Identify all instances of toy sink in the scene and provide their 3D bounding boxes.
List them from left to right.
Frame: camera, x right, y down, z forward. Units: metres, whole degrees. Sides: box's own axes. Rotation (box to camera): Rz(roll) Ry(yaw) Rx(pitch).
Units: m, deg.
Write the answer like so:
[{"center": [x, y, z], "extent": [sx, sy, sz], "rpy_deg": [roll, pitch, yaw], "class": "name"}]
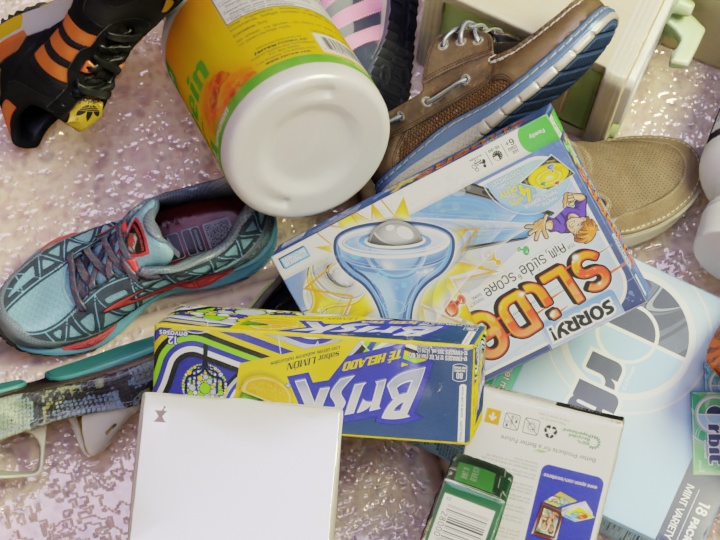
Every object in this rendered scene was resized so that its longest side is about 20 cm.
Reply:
[{"center": [0.148, -0.162, 1.752], "extent": [0.199, 0.130, 0.112], "rpy_deg": [25, 72, 5], "class": "toy sink"}]

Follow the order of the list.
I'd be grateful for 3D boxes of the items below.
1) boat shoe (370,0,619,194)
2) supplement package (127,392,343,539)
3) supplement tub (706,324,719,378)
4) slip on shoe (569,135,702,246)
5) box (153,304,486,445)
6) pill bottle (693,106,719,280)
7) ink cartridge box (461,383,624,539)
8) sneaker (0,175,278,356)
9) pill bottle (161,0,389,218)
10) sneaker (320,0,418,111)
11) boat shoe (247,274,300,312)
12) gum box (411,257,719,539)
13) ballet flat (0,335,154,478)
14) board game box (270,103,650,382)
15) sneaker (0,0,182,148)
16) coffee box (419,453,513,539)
[{"center": [0.073, -0.119, 1.668], "extent": [0.200, 0.072, 0.073], "rpy_deg": [-38, 80, 22], "class": "boat shoe"}, {"center": [-0.076, 0.161, 1.599], "extent": [0.121, 0.200, 0.120], "rpy_deg": [5, 71, 0], "class": "supplement package"}, {"center": [0.320, 0.088, 1.652], "extent": [0.200, 0.122, 0.123], "rpy_deg": [42, 74, -9], "class": "supplement tub"}, {"center": [0.140, -0.057, 1.713], "extent": [0.199, 0.061, 0.076], "rpy_deg": [-10, 56, -20], "class": "slip on shoe"}, {"center": [-0.024, 0.063, 1.621], "extent": [0.199, 0.070, 0.065], "rpy_deg": [3, 101, 9], "class": "box"}, {"center": [0.288, -0.088, 1.733], "extent": [0.111, 0.112, 0.201], "rpy_deg": [21, 67, 5], "class": "pill bottle"}, {"center": [0.099, 0.179, 1.662], "extent": [0.094, 0.037, 0.201], "rpy_deg": [14, 94, 7], "class": "ink cartridge box"}, {"center": [-0.150, -0.014, 1.709], "extent": [0.199, 0.096, 0.080], "rpy_deg": [-26, 74, -10], "class": "sneaker"}, {"center": [-0.065, -0.133, 1.711], "extent": [0.111, 0.111, 0.200], "rpy_deg": [-21, 41, -9], "class": "pill bottle"}, {"center": [-0.009, -0.158, 1.789], "extent": [0.082, 0.070, 0.201], "rpy_deg": [0, 72, 23], "class": "sneaker"}, {"center": [0.002, 0.002, 1.728], "extent": [0.201, 0.060, 0.072], "rpy_deg": [-39, 75, -13], "class": "boat shoe"}, {"center": [0.159, 0.077, 1.717], "extent": [0.199, 0.045, 0.170], "rpy_deg": [26, 72, 6], "class": "gum box"}, {"center": [-0.200, 0.095, 1.696], "extent": [0.199, 0.074, 0.075], "rpy_deg": [-14, 73, -5], "class": "ballet flat"}, {"center": [0.063, 0.002, 1.648], "extent": [0.199, 0.034, 0.136], "rpy_deg": [-28, 99, 15], "class": "board game box"}, {"center": [-0.172, -0.140, 1.716], "extent": [0.070, 0.200, 0.090], "rpy_deg": [3, 74, -40], "class": "sneaker"}, {"center": [0.039, 0.217, 1.593], "extent": [0.044, 0.123, 0.201], "rpy_deg": [19, 96, 4], "class": "coffee box"}]
